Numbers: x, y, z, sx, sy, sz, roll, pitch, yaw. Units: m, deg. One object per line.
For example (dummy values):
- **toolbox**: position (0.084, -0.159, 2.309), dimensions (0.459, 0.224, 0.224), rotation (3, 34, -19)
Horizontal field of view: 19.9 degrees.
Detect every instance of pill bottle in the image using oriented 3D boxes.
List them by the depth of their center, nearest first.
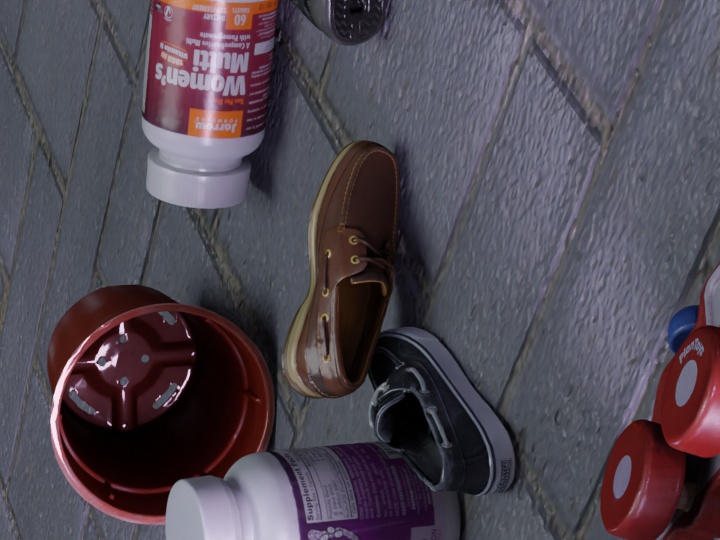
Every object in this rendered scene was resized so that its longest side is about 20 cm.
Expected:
- **pill bottle**: position (-0.037, 0.186, 1.512), dimensions (0.112, 0.200, 0.113), rotation (177, 90, -65)
- **pill bottle**: position (-0.133, -0.162, 1.780), dimensions (0.110, 0.109, 0.200), rotation (-139, 51, -57)

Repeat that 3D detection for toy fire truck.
- **toy fire truck**: position (0.207, 0.063, 1.119), dimensions (0.200, 0.112, 0.168), rotation (117, 165, -46)

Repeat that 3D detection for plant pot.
- **plant pot**: position (-0.199, 0.106, 1.879), dimensions (0.195, 0.200, 0.201), rotation (-145, 55, -69)

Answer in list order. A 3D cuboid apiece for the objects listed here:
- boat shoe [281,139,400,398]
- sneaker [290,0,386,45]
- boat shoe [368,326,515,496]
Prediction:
- **boat shoe**: position (0.000, 0.000, 1.547), dimensions (0.068, 0.072, 0.200), rotation (2, 76, 55)
- **sneaker**: position (-0.025, -0.283, 1.579), dimensions (0.114, 0.076, 0.200), rotation (36, 130, 51)
- **boat shoe**: position (0.039, 0.102, 1.497), dimensions (0.200, 0.068, 0.072), rotation (-129, 43, -52)
